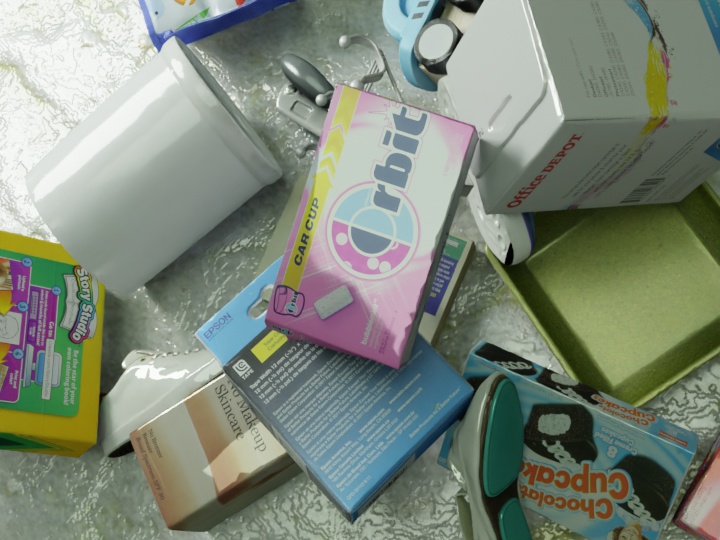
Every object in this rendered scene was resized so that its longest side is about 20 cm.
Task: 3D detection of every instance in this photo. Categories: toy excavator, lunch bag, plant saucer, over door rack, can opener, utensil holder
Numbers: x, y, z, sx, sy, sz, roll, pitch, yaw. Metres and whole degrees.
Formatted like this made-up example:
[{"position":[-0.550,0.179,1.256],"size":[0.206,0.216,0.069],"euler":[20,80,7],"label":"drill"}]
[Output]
[{"position":[0.066,-0.288,0.953],"size":[0.198,0.099,0.197],"euler":[26,90,35],"label":"toy excavator"},{"position":[-0.160,-0.339,1.008],"size":[0.167,0.124,0.203],"euler":[-19,63,8],"label":"lunch bag"},{"position":[0.244,0.006,0.846],"size":[0.198,0.048,0.201],"euler":[-34,70,3],"label":"plant saucer"},{"position":[0.005,-0.094,0.852],"size":[0.066,0.149,0.202],"euler":[-7,53,-33],"label":"over door rack"},{"position":[-0.007,-0.146,0.948],"size":[0.198,0.067,0.053],"euler":[34,84,15],"label":"can opener"},{"position":[-0.204,-0.100,0.929],"size":[0.199,0.170,0.171],"euler":[-38,69,3],"label":"utensil holder"}]

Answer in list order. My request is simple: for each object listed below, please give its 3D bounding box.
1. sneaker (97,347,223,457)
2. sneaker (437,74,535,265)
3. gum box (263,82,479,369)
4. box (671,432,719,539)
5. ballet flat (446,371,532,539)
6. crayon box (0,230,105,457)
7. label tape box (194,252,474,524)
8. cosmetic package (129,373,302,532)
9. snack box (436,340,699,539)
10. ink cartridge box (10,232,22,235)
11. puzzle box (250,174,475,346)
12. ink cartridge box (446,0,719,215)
[{"position":[-0.184,0.098,0.919],"size":[0.198,0.073,0.086],"euler":[-31,72,6],"label":"sneaker"},{"position":[0.163,-0.112,0.848],"size":[0.144,0.081,0.203],"euler":[-14,63,-8],"label":"sneaker"},{"position":[0.009,-0.029,0.735],"size":[0.112,0.066,0.204],"euler":[18,93,10],"label":"gum box"},{"position":[0.346,0.144,0.756],"size":[0.102,0.095,0.202],"euler":[31,85,19],"label":"box"},{"position":[0.104,0.181,0.791],"size":[0.068,0.070,0.204],"euler":[-6,106,12],"label":"ballet flat"},{"position":[-0.337,0.066,0.899],"size":[0.058,0.170,0.204],"euler":[-33,51,45],"label":"crayon box"},{"position":[-0.023,0.086,0.793],"size":[0.143,0.066,0.200],"euler":[-41,71,-14],"label":"label tape box"},{"position":[-0.100,0.149,0.876],"size":[0.198,0.087,0.104],"euler":[-33,69,4],"label":"cosmetic package"},{"position":[0.172,0.154,0.801],"size":[0.197,0.037,0.118],"euler":[23,116,19],"label":"snack box"},{"position":[-0.407,0.070,0.941],"size":[0.084,0.142,0.203],"euler":[-38,60,49],"label":"ink cartridge box"},{"position":[0.000,0.000,0.923],"size":[0.197,0.025,0.135],"euler":[23,81,19],"label":"puzzle box"},{"position":[0.195,-0.146,0.755],"size":[0.196,0.147,0.149],"euler":[-5,69,-20],"label":"ink cartridge box"}]
